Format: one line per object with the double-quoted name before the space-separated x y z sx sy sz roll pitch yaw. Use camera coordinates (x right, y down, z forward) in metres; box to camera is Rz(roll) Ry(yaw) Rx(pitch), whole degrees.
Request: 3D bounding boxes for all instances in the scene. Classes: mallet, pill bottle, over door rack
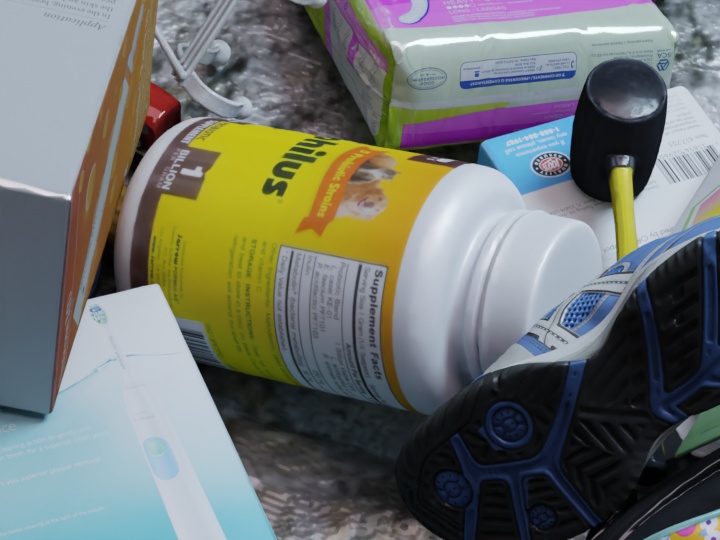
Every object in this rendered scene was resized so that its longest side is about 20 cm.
"mallet" 0.117 0.007 1.195 0.041 0.066 0.201 1 63 -3
"pill bottle" 0.000 0.000 1.185 0.199 0.110 0.109 11 45 27
"over door rack" -0.066 -0.184 1.345 0.066 0.148 0.200 18 23 -43

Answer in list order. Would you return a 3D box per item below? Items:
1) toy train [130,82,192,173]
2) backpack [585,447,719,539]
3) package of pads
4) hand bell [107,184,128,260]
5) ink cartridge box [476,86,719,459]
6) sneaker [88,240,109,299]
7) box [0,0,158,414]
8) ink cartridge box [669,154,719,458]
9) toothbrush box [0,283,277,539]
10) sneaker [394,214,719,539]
"toy train" -0.106 -0.072 1.309 0.199 0.046 0.034 30 51 17
"backpack" 0.182 0.132 1.086 0.199 0.176 0.154 -16 83 -7
"package of pads" 0.051 -0.140 1.364 0.153 0.069 0.200 -6 38 -15
"hand bell" -0.157 -0.056 1.280 0.200 0.104 0.104 38 52 7
"ink cartridge box" 0.145 0.016 1.254 0.115 0.068 0.200 -16 52 -20
"sneaker" -0.210 -0.010 1.209 0.199 0.089 0.079 -1 50 -10
"box" -0.148 -0.061 1.132 0.097 0.125 0.201 12 44 1
"ink cartridge box" 0.186 -0.016 1.151 0.059 0.104 0.200 51 42 -12
"toothbrush box" -0.119 0.116 1.113 0.146 0.086 0.201 -14 52 -19
"sneaker" 0.100 0.044 1.083 0.076 0.200 0.077 54 23 -6
